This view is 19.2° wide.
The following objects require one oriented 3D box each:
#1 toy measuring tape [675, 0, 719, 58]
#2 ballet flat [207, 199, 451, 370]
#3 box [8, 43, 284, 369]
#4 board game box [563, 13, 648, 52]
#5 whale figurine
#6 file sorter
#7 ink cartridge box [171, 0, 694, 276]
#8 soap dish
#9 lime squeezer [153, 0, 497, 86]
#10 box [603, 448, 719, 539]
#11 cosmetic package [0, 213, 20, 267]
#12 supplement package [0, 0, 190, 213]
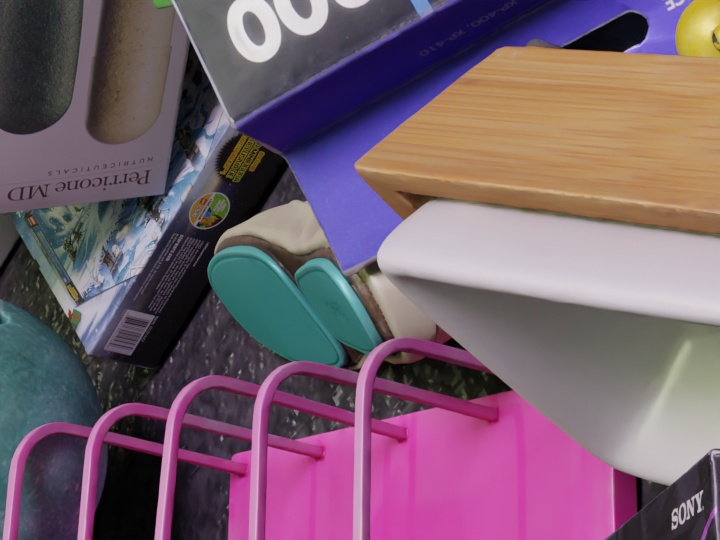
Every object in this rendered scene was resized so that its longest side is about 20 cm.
[{"bbox_3d":[0.178,-0.092,0.560,0.199,0.074,0.074,-22,59,13],"label":"toy measuring tape"},{"bbox_3d":[0.000,0.000,0.775,0.200,0.069,0.070,-173,97,-71],"label":"ballet flat"},{"bbox_3d":[-0.080,-0.078,0.916,0.200,0.040,0.137,-56,44,20],"label":"box"},{"bbox_3d":[0.077,-0.127,0.681,0.200,0.043,0.200,-37,81,35],"label":"board game box"},{"bbox_3d":[-0.168,0.107,0.839,0.201,0.103,0.159,-64,15,17],"label":"whale figurine"},{"bbox_3d":[-0.021,0.109,0.724,0.200,0.125,0.140,-17,65,45],"label":"file sorter"},{"bbox_3d":[0.028,-0.127,0.631,0.198,0.043,0.201,-28,87,18],"label":"ink cartridge box"},{"bbox_3d":[0.117,0.007,0.578,0.199,0.157,0.082,10,67,46],"label":"soap dish"},{"bbox_3d":[0.014,-0.074,0.698,0.200,0.071,0.038,32,61,21],"label":"lime squeezer"},{"bbox_3d":[0.097,0.160,0.586,0.143,0.036,0.201,109,164,-72],"label":"box"},{"bbox_3d":[-0.209,-0.061,1.029,0.200,0.081,0.113,-55,44,23],"label":"cosmetic package"},{"bbox_3d":[-0.153,-0.143,0.822,0.201,0.151,0.151,105,148,-42],"label":"supplement package"}]
